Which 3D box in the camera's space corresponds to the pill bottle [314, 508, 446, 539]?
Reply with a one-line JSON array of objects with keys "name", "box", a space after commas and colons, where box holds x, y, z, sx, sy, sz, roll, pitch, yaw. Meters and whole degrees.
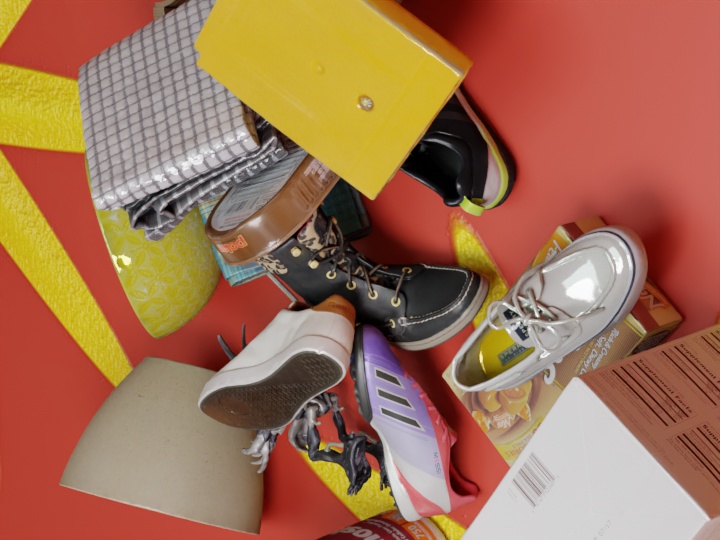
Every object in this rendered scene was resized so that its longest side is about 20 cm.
[{"name": "pill bottle", "box": [-0.015, 0.292, 1.711, 0.113, 0.200, 0.113, 13, 110, 41]}]

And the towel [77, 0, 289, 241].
[{"name": "towel", "box": [-0.155, -0.137, 1.683, 0.165, 0.086, 0.200, -26, 49, 13]}]

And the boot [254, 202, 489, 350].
[{"name": "boot", "box": [0.000, 0.000, 1.658, 0.151, 0.073, 0.200, 42, 152, -30]}]

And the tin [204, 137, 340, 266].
[{"name": "tin", "box": [-0.059, -0.085, 1.652, 0.112, 0.200, 0.042, -8, 127, 47]}]

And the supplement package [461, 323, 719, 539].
[{"name": "supplement package", "box": [0.223, 0.169, 1.449, 0.147, 0.200, 0.191, 49, 129, 24]}]

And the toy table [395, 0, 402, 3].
[{"name": "toy table", "box": [-0.015, -0.273, 1.576, 0.117, 0.200, 0.184, -29, 39, 52]}]

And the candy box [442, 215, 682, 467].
[{"name": "candy box", "box": [0.163, 0.064, 1.581, 0.115, 0.055, 0.200, 53, 130, 21]}]

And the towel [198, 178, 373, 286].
[{"name": "towel", "box": [-0.090, -0.101, 1.752, 0.146, 0.022, 0.200, -22, 84, 9]}]

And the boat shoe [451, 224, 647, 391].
[{"name": "boat shoe", "box": [0.136, 0.036, 1.498, 0.202, 0.086, 0.075, -41, 72, 41]}]

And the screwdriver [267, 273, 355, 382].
[{"name": "screwdriver", "box": [-0.031, 0.062, 1.781, 0.200, 0.029, 0.028, 42, 126, 22]}]

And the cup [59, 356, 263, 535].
[{"name": "cup", "box": [-0.179, 0.164, 1.864, 0.200, 0.200, 0.143, 7, 80, 43]}]

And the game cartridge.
[{"name": "game cartridge", "box": [-0.028, -0.171, 1.539, 0.200, 0.032, 0.176, 39, 139, 1]}]

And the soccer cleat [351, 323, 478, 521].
[{"name": "soccer cleat", "box": [0.045, 0.129, 1.676, 0.073, 0.068, 0.200, -12, 115, 14]}]

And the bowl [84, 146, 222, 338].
[{"name": "bowl", "box": [-0.177, -0.045, 1.827, 0.108, 0.200, 0.200, -20, 86, 3]}]

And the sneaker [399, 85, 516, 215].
[{"name": "sneaker", "box": [0.052, -0.126, 1.617, 0.200, 0.083, 0.072, 48, 129, 24]}]

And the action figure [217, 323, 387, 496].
[{"name": "action figure", "box": [-0.061, 0.138, 1.777, 0.200, 0.119, 0.102, 36, 119, 25]}]

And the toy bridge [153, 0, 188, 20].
[{"name": "toy bridge", "box": [-0.123, -0.253, 1.789, 0.200, 0.027, 0.067, 3, 100, 46]}]

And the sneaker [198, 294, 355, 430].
[{"name": "sneaker", "box": [-0.066, 0.080, 1.680, 0.073, 0.085, 0.200, 36, 141, -23]}]
